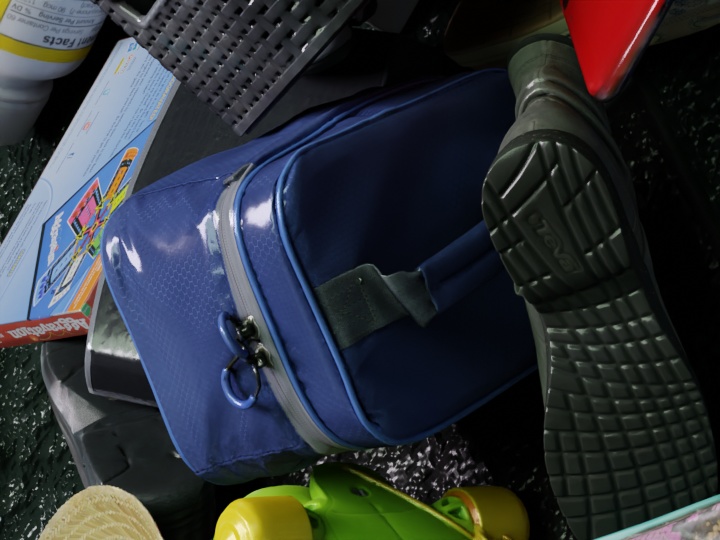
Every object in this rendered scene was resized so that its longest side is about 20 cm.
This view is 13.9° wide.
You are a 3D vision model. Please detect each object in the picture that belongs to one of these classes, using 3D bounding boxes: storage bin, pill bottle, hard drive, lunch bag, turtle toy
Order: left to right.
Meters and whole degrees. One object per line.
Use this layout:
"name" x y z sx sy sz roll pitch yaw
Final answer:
"pill bottle" -0.179 -0.174 1.563 0.200 0.114 0.114 -60 39 23
"hard drive" -0.049 -0.029 1.374 0.135 0.042 0.200 10 69 27
"storage bin" -0.010 -0.167 1.251 0.200 0.094 0.135 -48 3 -21
"lunch bag" 0.000 0.000 1.226 0.132 0.200 0.136 -17 99 41
"turtle toy" 0.004 0.145 1.220 0.200 0.146 0.101 48 129 48

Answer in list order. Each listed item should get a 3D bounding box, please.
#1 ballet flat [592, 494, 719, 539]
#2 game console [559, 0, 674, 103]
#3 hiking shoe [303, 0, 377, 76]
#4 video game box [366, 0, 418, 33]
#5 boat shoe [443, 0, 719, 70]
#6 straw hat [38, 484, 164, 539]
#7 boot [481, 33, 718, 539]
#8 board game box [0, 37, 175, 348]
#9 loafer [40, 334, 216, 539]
"ballet flat" 0.161 0.103 1.115 0.200 0.069 0.071 -32 68 29
"game console" 0.160 -0.176 1.201 0.172 0.119 0.200 -9 37 -1
"hiking shoe" -0.017 -0.192 1.359 0.074 0.087 0.200 -4 61 42
"video game box" 0.006 -0.237 1.463 0.182 0.047 0.200 36 99 47
"boat shoe" 0.121 -0.119 1.263 0.200 0.063 0.073 -16 43 43
"straw hat" -0.088 0.197 1.319 0.201 0.085 0.201 -22 64 56
"boot" 0.102 0.009 1.197 0.068 0.200 0.131 -12 21 13
"board game box" -0.125 -0.047 1.478 0.103 0.019 0.200 -11 43 45
"loafer" -0.112 0.080 1.416 0.200 0.073 0.072 -107 10 -57
